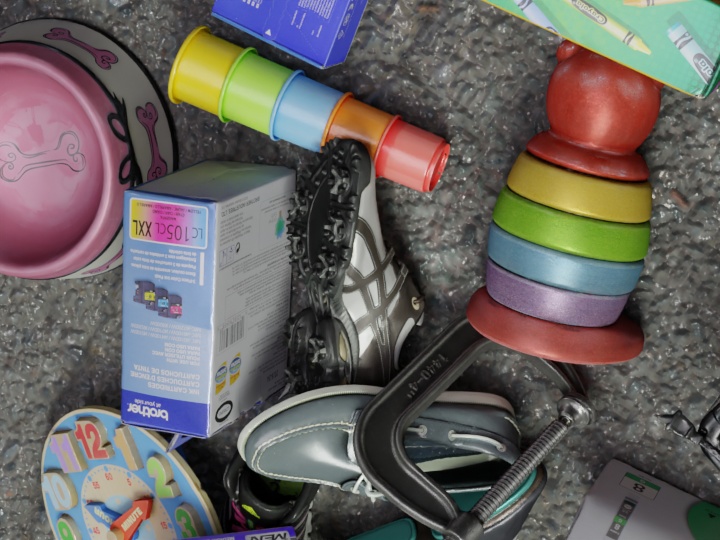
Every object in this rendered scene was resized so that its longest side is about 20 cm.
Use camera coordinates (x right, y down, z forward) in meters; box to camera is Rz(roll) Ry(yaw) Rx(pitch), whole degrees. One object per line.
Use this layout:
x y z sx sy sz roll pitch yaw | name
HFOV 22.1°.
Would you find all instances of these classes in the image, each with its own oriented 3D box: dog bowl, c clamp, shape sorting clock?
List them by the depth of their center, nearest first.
0.088 0.122 1.240 0.171 0.200 0.027 33 150 14 | c clamp
-0.240 -0.084 1.365 0.199 0.074 0.201 5 105 20 | dog bowl
-0.176 0.197 1.401 0.200 0.039 0.201 18 118 38 | shape sorting clock

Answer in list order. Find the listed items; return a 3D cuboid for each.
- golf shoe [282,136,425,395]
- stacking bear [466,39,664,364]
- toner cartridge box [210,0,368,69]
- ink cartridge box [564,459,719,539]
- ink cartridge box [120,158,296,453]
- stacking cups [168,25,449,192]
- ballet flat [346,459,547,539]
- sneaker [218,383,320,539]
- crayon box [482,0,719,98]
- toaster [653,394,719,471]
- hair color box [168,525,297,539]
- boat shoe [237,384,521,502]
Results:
0.000 0.000 1.290 0.078 0.094 0.201 36 127 50 | golf shoe
0.144 -0.049 1.211 0.121 0.114 0.201 16 104 17 | stacking bear
-0.023 -0.249 1.258 0.095 0.043 0.201 28 111 14 | toner cartridge box
0.206 0.205 1.193 0.160 0.200 0.050 25 110 13 | ink cartridge box
-0.108 0.032 1.307 0.076 0.136 0.201 7 105 21 | ink cartridge box
-0.036 -0.105 1.292 0.199 0.060 0.061 26 111 11 | stacking cups
0.059 0.199 1.328 0.200 0.073 0.073 -29 92 18 | ballet flat
-0.070 0.171 1.353 0.074 0.087 0.201 28 111 13 | sneaker
0.149 -0.181 1.166 0.199 0.119 0.058 27 111 13 | crayon box
0.327 0.098 1.166 0.181 0.119 0.200 -43 86 23 | toaster
-0.102 0.279 1.343 0.109 0.065 0.201 -4 133 -15 | hair color box
0.017 0.124 1.266 0.199 0.062 0.073 -1 131 -13 | boat shoe
